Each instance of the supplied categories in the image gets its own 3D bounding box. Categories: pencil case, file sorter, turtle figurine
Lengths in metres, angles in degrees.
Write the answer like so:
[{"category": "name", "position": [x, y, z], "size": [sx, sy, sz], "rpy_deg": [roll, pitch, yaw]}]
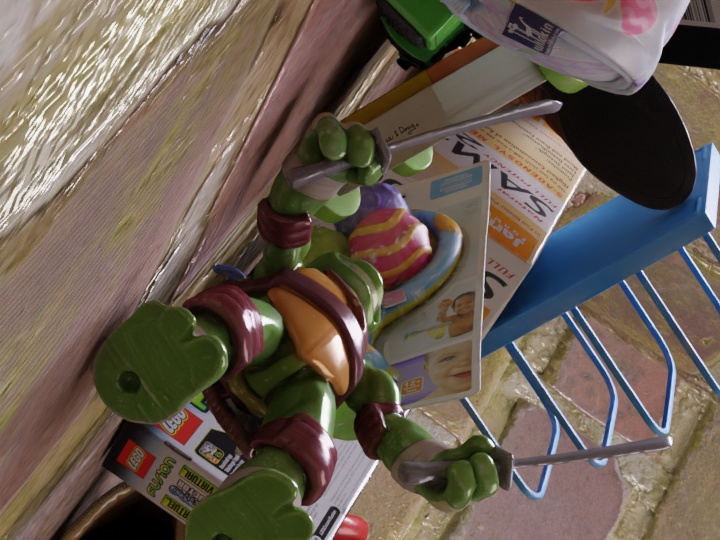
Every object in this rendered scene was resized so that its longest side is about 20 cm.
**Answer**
[{"category": "pencil case", "position": [0.104, -0.163, 0.635], "size": [0.200, 0.091, 0.083], "rpy_deg": [-60, 169, -1]}, {"category": "file sorter", "position": [0.166, 0.036, 1.132], "size": [0.200, 0.123, 0.139], "rpy_deg": [-31, -168, 22]}, {"category": "turtle figurine", "position": [0.005, 0.021, 0.659], "size": [0.194, 0.199, 0.144], "rpy_deg": [-41, 137, -60]}]

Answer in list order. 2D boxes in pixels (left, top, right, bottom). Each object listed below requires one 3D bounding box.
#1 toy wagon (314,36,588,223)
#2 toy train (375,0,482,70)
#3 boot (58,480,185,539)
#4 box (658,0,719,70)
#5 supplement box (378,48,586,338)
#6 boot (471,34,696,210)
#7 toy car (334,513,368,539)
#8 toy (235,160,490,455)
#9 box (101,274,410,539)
[{"category": "toy wagon", "position": [0.062, -0.086, 0.815], "size": [0.155, 0.040, 0.200], "rpy_deg": [-27, -175, 38]}, {"category": "toy train", "position": [0.035, -0.113, 0.761], "size": [0.056, 0.042, 0.200], "rpy_deg": [-46, 179, 3]}, {"category": "boot", "position": [-0.148, 0.200, 0.879], "size": [0.200, 0.073, 0.156], "rpy_deg": [-57, 179, -27]}, {"category": "box", "position": [0.216, -0.209, 0.995], "size": [0.182, 0.200, 0.104], "rpy_deg": [-55, 139, -29]}, {"category": "supplement box", "position": [0.064, -0.054, 1.121], "size": [0.074, 0.126, 0.200], "rpy_deg": [-56, 179, 31]}, {"category": "boot", "position": [0.147, -0.102, 1.151], "size": [0.069, 0.188, 0.200], "rpy_deg": [-52, 167, 4]}, {"category": "toy car", "position": [-0.076, 0.190, 1.310], "size": [0.200, 0.150, 0.175], "rpy_deg": [-56, 178, -10]}, {"category": "toy", "position": [0.000, 0.000, 0.842], "size": [0.115, 0.047, 0.200], "rpy_deg": [-16, -147, 15]}, {"category": "box", "position": [-0.035, 0.065, 0.892], "size": [0.035, 0.110, 0.200], "rpy_deg": [-57, 177, 33]}]
